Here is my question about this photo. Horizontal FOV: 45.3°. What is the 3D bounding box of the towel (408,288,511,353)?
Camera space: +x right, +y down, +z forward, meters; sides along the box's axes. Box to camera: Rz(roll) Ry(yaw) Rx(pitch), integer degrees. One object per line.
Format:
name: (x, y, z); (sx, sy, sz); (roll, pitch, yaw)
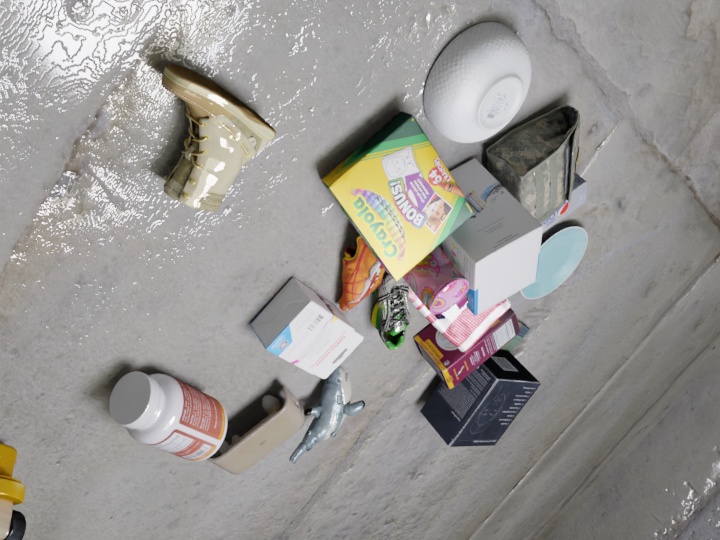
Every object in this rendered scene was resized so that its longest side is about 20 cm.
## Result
towel: (0.190, 0.054, 1.695); (0.144, 0.023, 0.200); (-45, 111, 5)

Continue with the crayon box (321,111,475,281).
crayon box: (0.062, -0.117, 1.377); (0.172, 0.058, 0.201); (-40, 115, -5)

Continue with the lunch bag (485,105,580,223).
lunch bag: (0.335, -0.190, 1.594); (0.199, 0.117, 0.166); (-36, 145, -18)

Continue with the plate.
plate: (0.426, -0.022, 1.929); (0.197, 0.026, 0.203); (-25, 140, -23)

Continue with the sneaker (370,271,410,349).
sneaker: (0.067, 0.065, 1.615); (0.077, 0.086, 0.202); (-16, 138, -14)

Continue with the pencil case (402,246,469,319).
pencil case: (0.106, -0.015, 1.478); (0.086, 0.201, 0.088); (-24, 144, -19)

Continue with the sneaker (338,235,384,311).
sneaker: (0.000, 0.000, 1.518); (0.073, 0.077, 0.201); (-37, 164, -40)

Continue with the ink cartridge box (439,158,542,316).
ink cartridge box: (0.201, -0.061, 1.523); (0.143, 0.201, 0.149); (-27, 143, -15)

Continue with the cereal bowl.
cereal bowl: (0.202, -0.289, 1.390); (0.198, 0.083, 0.202); (-26, 141, -23)

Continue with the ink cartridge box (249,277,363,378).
ink cartridge box: (-0.091, 0.108, 1.530); (0.115, 0.068, 0.200); (-45, 144, 5)

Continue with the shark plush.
shark plush: (-0.084, 0.286, 1.713); (0.200, 0.091, 0.083); (-48, 128, 0)

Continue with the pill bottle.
pill bottle: (-0.314, 0.236, 1.412); (0.112, 0.112, 0.200); (-43, 144, 3)

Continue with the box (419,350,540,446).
box: (0.276, 0.292, 1.987); (0.198, 0.124, 0.199); (12, 116, -49)

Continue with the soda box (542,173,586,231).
soda box: (0.355, -0.123, 1.718); (0.198, 0.068, 0.064); (-35, 143, -11)

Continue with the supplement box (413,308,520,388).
supplement box: (0.226, 0.136, 1.826); (0.199, 0.111, 0.086); (-38, 144, -7)

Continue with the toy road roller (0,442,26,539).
toy road roller: (-0.585, 0.329, 1.269); (0.196, 0.149, 0.123); (-10, 152, 22)

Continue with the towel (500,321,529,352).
towel: (0.305, 0.192, 2.039); (0.201, 0.022, 0.146); (-51, 144, 9)

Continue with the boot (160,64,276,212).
boot: (-0.215, -0.165, 1.127); (0.156, 0.073, 0.199); (-52, 149, 8)

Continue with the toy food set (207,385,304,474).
toy food set: (-0.202, 0.307, 1.650); (0.199, 0.061, 0.144); (-36, 156, -6)
